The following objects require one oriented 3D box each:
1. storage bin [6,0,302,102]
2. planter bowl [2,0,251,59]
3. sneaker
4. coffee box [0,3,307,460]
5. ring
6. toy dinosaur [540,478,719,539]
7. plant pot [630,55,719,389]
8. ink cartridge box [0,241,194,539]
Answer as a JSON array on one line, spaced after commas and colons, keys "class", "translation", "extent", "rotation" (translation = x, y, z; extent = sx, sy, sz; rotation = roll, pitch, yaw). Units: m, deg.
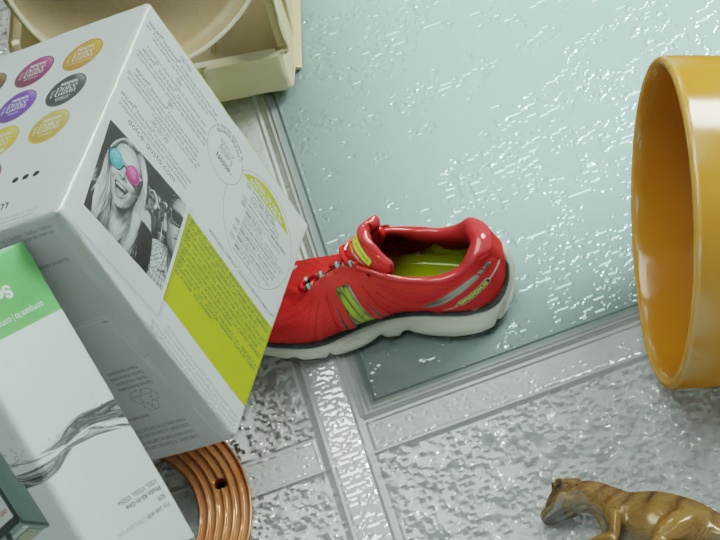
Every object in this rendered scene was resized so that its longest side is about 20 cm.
[{"class": "storage bin", "translation": [-0.150, -0.215, 1.782], "extent": [0.199, 0.094, 0.199], "rotation": [-10, 50, 9]}, {"class": "planter bowl", "translation": [-0.176, -0.243, 1.646], "extent": [0.200, 0.201, 0.135], "rotation": [-36, 24, -13]}, {"class": "sneaker", "translation": [0.000, 0.000, 1.570], "extent": [0.199, 0.085, 0.077], "rotation": [-10, 50, 9]}, {"class": "coffee box", "translation": [-0.182, -0.010, 1.511], "extent": [0.199, 0.200, 0.198], "rotation": [-15, 38, 30]}, {"class": "ring", "translation": [-0.163, 0.172, 1.527], "extent": [0.199, 0.019, 0.201], "rotation": [-8, 51, 10]}, {"class": "toy dinosaur", "translation": [0.192, 0.156, 1.404], "extent": [0.199, 0.061, 0.107], "rotation": [9, 54, 23]}, {"class": "plant pot", "translation": [0.271, -0.032, 1.458], "extent": [0.182, 0.201, 0.201], "rotation": [-2, 50, -4]}, {"class": "ink cartridge box", "translation": [-0.209, 0.109, 1.373], "extent": [0.146, 0.201, 0.084], "rotation": [-32, -1, 37]}]
